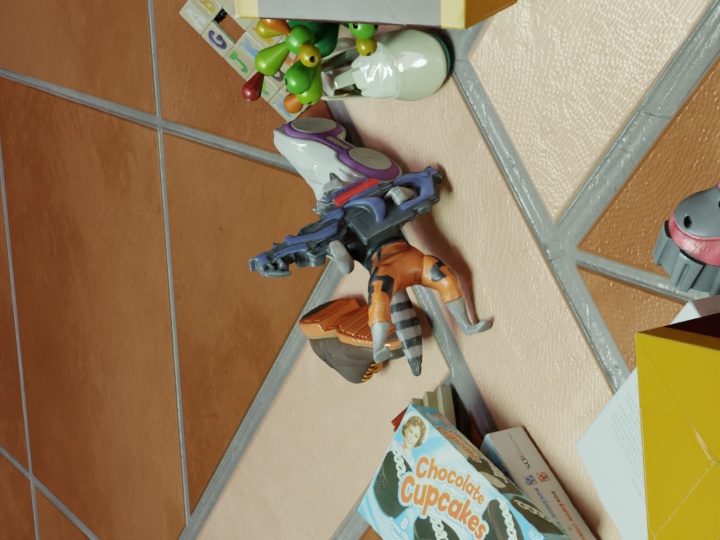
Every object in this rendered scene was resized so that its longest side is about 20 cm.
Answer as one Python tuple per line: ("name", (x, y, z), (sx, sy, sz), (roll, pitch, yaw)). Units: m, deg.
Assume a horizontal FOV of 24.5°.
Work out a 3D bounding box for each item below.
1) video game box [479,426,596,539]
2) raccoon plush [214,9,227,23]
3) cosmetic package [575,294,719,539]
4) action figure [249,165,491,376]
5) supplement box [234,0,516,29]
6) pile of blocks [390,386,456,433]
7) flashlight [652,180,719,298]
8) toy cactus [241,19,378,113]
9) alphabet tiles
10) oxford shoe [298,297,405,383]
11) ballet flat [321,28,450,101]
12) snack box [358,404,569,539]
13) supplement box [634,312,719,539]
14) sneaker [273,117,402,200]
("video game box", (0.143, 0.273, 1.466), (0.183, 0.046, 0.201), (55, 144, 36))
("raccoon plush", (-0.102, -0.284, 1.697), (0.201, 0.096, 0.135), (56, 152, 37))
("cosmetic package", (0.242, 0.112, 1.199), (0.102, 0.071, 0.201), (64, 148, 27))
("action figure", (0.000, 0.000, 1.503), (0.105, 0.198, 0.195), (96, 151, -60))
("supplement box", (0.012, -0.303, 1.313), (0.198, 0.133, 0.200), (6, 110, 22))
("pile of blocks", (0.051, 0.208, 1.536), (0.082, 0.061, 0.203), (131, 141, -69))
("flashlight", (0.258, -0.075, 1.113), (0.068, 0.067, 0.201), (-120, 32, -41))
("toy cactus", (-0.037, -0.233, 1.520), (0.166, 0.102, 0.200), (-61, 14, -23))
("alphabet tiles", (-0.092, -0.246, 1.675), (0.167, 0.008, 0.200), (45, 150, -5))
("oxford shoe", (0.009, 0.073, 1.644), (0.074, 0.071, 0.200), (65, 160, -14))
("ballet flat", (0.009, -0.183, 1.538), (0.199, 0.069, 0.070), (6, 105, 62))
("snack box", (0.084, 0.219, 1.433), (0.200, 0.037, 0.117), (42, 113, 44))
("supplement box", (0.298, 0.095, 0.952), (0.197, 0.198, 0.135), (12, 110, 60))
("sneaker", (-0.032, -0.088, 1.638), (0.200, 0.074, 0.101), (40, 132, 51))
